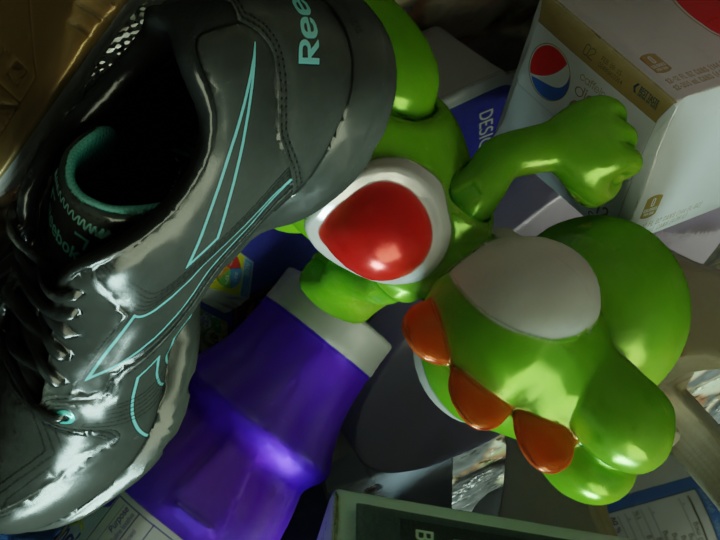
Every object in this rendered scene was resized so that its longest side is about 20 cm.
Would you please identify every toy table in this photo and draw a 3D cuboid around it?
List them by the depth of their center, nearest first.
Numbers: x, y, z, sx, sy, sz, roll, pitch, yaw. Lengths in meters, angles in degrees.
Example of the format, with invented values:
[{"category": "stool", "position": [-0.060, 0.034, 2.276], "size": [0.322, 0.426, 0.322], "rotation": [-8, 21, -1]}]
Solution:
[{"category": "toy table", "position": [0.096, 0.040, 0.769], "size": [0.183, 0.117, 0.200], "rotation": [15, 122, -50]}]

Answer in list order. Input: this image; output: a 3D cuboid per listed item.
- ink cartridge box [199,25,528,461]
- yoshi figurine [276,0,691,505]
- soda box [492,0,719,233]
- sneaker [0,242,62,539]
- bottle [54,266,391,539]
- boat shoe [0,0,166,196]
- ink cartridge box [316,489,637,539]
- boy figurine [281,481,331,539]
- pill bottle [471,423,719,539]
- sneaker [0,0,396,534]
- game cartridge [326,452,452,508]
[{"category": "ink cartridge box", "position": [0.000, 0.000, 0.779], "size": [0.199, 0.047, 0.198], "rotation": [-26, 146, -16]}, {"category": "yoshi figurine", "position": [0.031, -0.019, 0.641], "size": [0.112, 0.200, 0.112], "rotation": [-39, 175, -14]}, {"category": "soda box", "position": [0.144, -0.076, 0.725], "size": [0.199, 0.068, 0.064], "rotation": [-21, 142, -37]}, {"category": "sneaker", "position": [-0.128, 0.047, 0.727], "size": [0.070, 0.083, 0.200], "rotation": [16, 151, -16]}, {"category": "bottle", "position": [-0.066, 0.092, 0.703], "size": [0.201, 0.065, 0.084], "rotation": [-53, -176, -3]}, {"category": "boat shoe", "position": [-0.060, -0.101, 0.561], "size": [0.200, 0.071, 0.069], "rotation": [-45, 169, 23]}, {"category": "ink cartridge box", "position": [0.064, 0.169, 0.751], "size": [0.198, 0.044, 0.199], "rotation": [9, 133, -8]}, {"category": "boy figurine", "position": [-0.028, 0.131, 0.835], "size": [0.123, 0.065, 0.200], "rotation": [-17, 156, 5]}, {"category": "pill bottle", "position": [0.114, 0.143, 0.935], "size": [0.198, 0.113, 0.113], "rotation": [-13, 150, -15]}, {"category": "sneaker", "position": [-0.074, -0.004, 0.565], "size": [0.079, 0.075, 0.201], "rotation": [-3, 133, -56]}, {"category": "game cartridge", "position": [-0.052, 0.131, 0.920], "size": [0.198, 0.041, 0.134], "rotation": [-21, 152, -12]}]
